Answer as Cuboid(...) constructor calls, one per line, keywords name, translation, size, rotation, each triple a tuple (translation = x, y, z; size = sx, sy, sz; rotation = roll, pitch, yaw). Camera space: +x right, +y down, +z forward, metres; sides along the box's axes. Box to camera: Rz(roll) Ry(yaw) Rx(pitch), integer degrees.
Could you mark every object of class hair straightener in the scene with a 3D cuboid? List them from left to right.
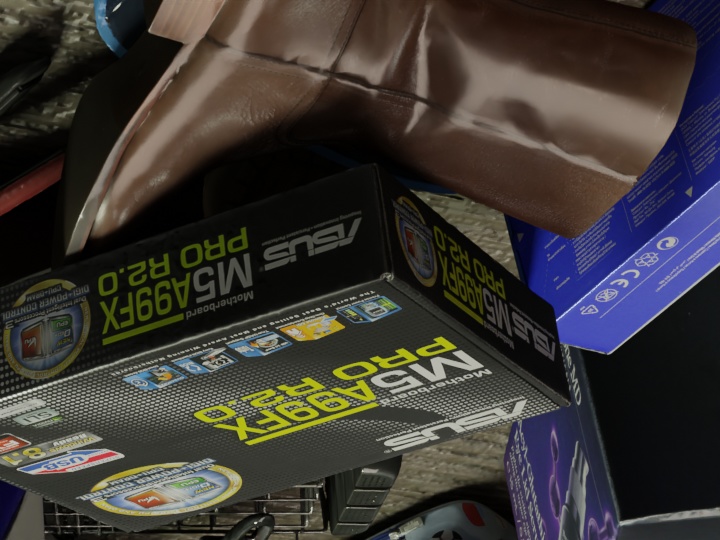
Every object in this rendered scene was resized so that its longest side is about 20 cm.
Cuboid(name="hair straightener", translation=(-0.198, -0.030, 0.864), size=(0.200, 0.041, 0.077), rotation=(-30, 98, 21))

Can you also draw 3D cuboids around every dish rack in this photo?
Cuboid(name="dish rack", translation=(-0.079, 0.094, 1.047), size=(0.199, 0.055, 0.153), rotation=(0, 160, -7))

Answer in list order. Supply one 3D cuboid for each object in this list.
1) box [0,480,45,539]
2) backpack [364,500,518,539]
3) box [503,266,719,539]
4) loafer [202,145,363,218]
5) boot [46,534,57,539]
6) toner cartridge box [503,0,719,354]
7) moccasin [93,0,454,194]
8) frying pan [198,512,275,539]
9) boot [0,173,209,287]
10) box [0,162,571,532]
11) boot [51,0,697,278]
Cuboid(name="box", translation=(-0.248, 0.137, 0.978), size=(0.200, 0.105, 0.184), rotation=(18, 145, 6))
Cuboid(name="backpack", translation=(0.038, 0.229, 1.217), size=(0.190, 0.154, 0.200), rotation=(-30, 136, 13))
Cuboid(name="box", translation=(0.142, 0.099, 1.059), size=(0.104, 0.148, 0.200), rotation=(-5, 145, -8))
Cuboid(name="loafer", translation=(0.000, 0.000, 0.897), size=(0.076, 0.067, 0.200), rotation=(-50, 131, 0))
Cuboid(name="boot", translation=(-0.191, 0.178, 1.144), size=(0.090, 0.073, 0.200), rotation=(-27, 144, 13))
Cuboid(name="toner cartridge box", translation=(0.135, -0.059, 0.870), size=(0.043, 0.095, 0.200), rotation=(14, 139, -33))
Cuboid(name="moccasin", translation=(0.001, -0.081, 0.815), size=(0.200, 0.081, 0.068), rotation=(13, 135, -33))
Cuboid(name="frying pan", translation=(-0.092, 0.149, 1.074), size=(0.115, 0.031, 0.190), rotation=(-6, 152, 0))
Cuboid(name="boot", translation=(-0.100, 0.007, 0.953), size=(0.188, 0.069, 0.200), rotation=(-30, 150, 13))
Cuboid(name="box", translation=(-0.045, 0.036, 0.803), size=(0.200, 0.044, 0.160), rotation=(-17, 154, 21))
Cuboid(name="boot", translation=(0.004, -0.037, 0.780), size=(0.200, 0.064, 0.187), rotation=(14, 132, -21))
